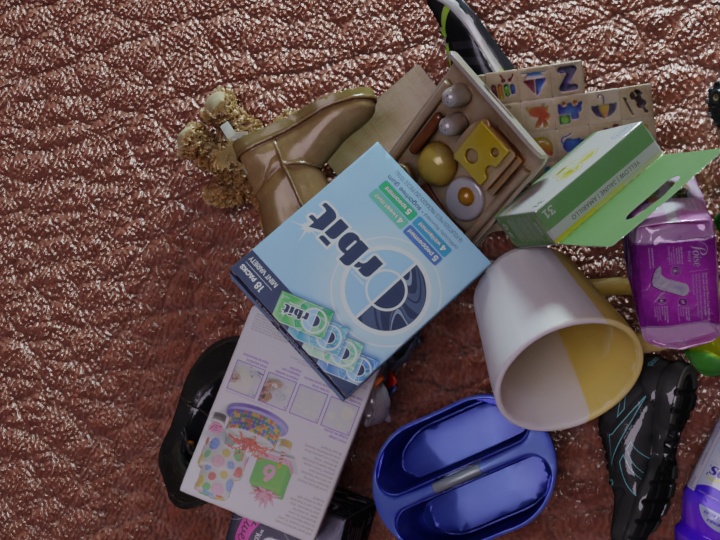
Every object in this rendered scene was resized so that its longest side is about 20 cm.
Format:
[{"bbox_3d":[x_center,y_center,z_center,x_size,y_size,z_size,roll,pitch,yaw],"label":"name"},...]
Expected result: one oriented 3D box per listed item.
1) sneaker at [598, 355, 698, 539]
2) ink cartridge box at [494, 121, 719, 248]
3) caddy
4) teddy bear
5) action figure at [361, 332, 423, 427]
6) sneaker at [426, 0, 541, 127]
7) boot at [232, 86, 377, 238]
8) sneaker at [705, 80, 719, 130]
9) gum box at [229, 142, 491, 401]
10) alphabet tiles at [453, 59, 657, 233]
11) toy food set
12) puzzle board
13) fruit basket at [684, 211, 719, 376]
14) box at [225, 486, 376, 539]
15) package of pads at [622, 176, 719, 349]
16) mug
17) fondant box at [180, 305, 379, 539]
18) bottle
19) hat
[{"bbox_3d":[0.283,0.183,1.102,0.079,0.075,0.201,15,91,38],"label":"sneaker"},{"bbox_3d":[0.225,-0.080,1.010,0.145,0.200,0.048,-40,99,-11],"label":"ink cartridge box"},{"bbox_3d":[0.110,0.210,1.127,0.199,0.105,0.142,-27,81,15],"label":"caddy"},{"bbox_3d":[-0.128,-0.127,1.249,0.199,0.067,0.145,22,79,20],"label":"teddy bear"},{"bbox_3d":[-0.043,0.105,1.188,0.200,0.105,0.194,-48,66,9],"label":"action figure"},{"bbox_3d":[0.115,-0.216,1.163,0.083,0.072,0.200,-37,77,12],"label":"sneaker"},{"bbox_3d":[-0.030,-0.073,1.151,0.175,0.066,0.201,-24,80,11],"label":"boot"},{"bbox_3d":[0.439,-0.141,1.067,0.200,0.072,0.072,27,122,29],"label":"sneaker"},{"bbox_3d":[0.000,0.000,1.077,0.200,0.045,0.170,-42,84,-14],"label":"gum box"},{"bbox_3d":[0.206,-0.131,1.128,0.199,0.008,0.168,-7,104,10],"label":"alphabet tiles"},{"bbox_3d":[0.088,-0.106,1.123,0.144,0.060,0.200,50,131,14],"label":"toy food set"},{"bbox_3d":[0.068,-0.105,1.204,0.151,0.017,0.200,-39,77,11],"label":"puzzle board"},{"bbox_3d":[0.403,0.023,1.030,0.214,0.156,0.217,-1,77,3],"label":"fruit basket"},{"bbox_3d":[-0.082,0.333,1.180,0.132,0.115,0.201,17,92,18],"label":"box"},{"bbox_3d":[0.289,-0.021,1.019,0.075,0.200,0.121,-6,110,12],"label":"package of pads"},{"bbox_3d":[0.199,0.060,1.092,0.150,0.186,0.153,-56,32,27],"label":"mug"},{"bbox_3d":[-0.077,0.155,1.098,0.144,0.058,0.201,21,82,3],"label":"fondant box"},{"bbox_3d":[0.362,0.224,1.066,0.083,0.065,0.201,26,95,16],"label":"bottle"},{"bbox_3d":[-0.141,0.179,1.214,0.200,0.081,0.201,-33,42,37],"label":"hat"}]
